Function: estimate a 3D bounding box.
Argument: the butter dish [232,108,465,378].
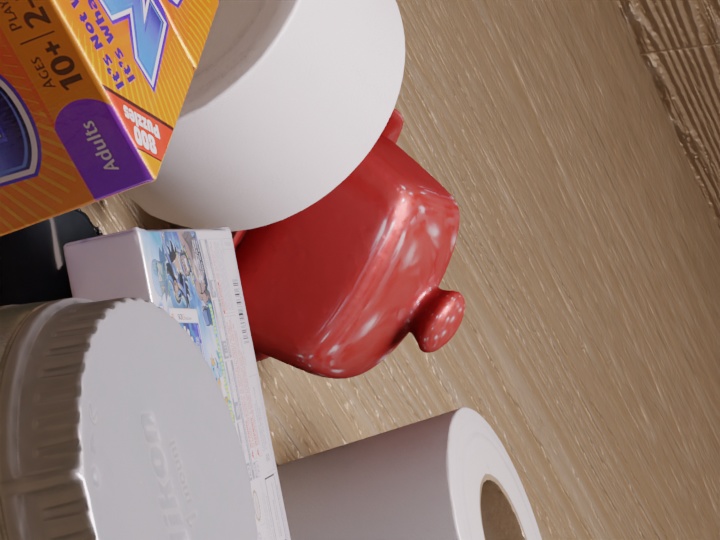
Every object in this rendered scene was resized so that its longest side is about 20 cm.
[{"bbox_3d":[0.000,0.000,1.385,0.148,0.200,0.200,31,6,17],"label":"butter dish"}]

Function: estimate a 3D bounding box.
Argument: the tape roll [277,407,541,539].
[{"bbox_3d":[0.036,0.206,1.430,0.203,0.139,0.204,-19,90,-73],"label":"tape roll"}]

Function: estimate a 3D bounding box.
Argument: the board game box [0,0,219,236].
[{"bbox_3d":[-0.200,-0.135,0.925,0.200,0.199,0.200,-81,148,-58],"label":"board game box"}]

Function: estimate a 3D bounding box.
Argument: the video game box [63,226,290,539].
[{"bbox_3d":[-0.088,0.079,1.106,0.182,0.047,0.201,-2,81,-81],"label":"video game box"}]

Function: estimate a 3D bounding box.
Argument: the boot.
[{"bbox_3d":[-0.167,0.045,1.057,0.200,0.076,0.169,38,39,-68],"label":"boot"}]

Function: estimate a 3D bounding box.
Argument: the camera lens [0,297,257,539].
[{"bbox_3d":[-0.157,0.102,0.802,0.160,0.199,0.161,-14,90,-72],"label":"camera lens"}]

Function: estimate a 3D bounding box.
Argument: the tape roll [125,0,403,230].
[{"bbox_3d":[-0.091,-0.141,1.255,0.139,0.202,0.204,45,31,-57],"label":"tape roll"}]
